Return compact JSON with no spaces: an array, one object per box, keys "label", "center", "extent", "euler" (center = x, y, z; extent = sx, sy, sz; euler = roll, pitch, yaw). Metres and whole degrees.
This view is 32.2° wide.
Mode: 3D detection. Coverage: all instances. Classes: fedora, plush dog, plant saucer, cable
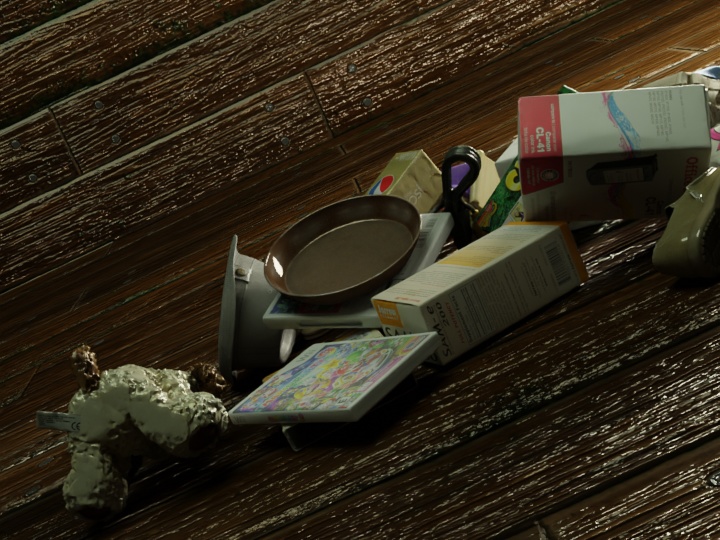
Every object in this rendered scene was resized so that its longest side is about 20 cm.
[{"label":"fedora","center":[-0.126,0.052,1.578],"extent":[0.090,0.178,0.200],"euler":[3,28,-1]},{"label":"plush dog","center":[-0.236,0.156,1.341],"extent":[0.200,0.161,0.172],"euler":[-36,-12,8]},{"label":"plant saucer","center":[-0.018,-0.021,1.491],"extent":[0.199,0.035,0.201],"euler":[-16,33,11]},{"label":"cable","center":[0.116,-0.089,1.543],"extent":[0.097,0.201,0.050],"euler":[12,50,21]}]

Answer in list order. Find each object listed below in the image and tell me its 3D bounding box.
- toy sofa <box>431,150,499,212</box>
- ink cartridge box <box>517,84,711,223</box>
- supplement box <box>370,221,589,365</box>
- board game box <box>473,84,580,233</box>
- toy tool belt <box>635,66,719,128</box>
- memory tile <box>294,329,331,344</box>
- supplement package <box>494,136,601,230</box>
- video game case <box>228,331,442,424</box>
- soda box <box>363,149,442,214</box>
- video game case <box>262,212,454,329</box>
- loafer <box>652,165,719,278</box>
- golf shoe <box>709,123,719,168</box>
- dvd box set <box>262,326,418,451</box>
[{"label":"toy sofa","center":[0.104,-0.112,1.816],"extent":[0.199,0.097,0.083],"euler":[-13,59,44]},{"label":"ink cartridge box","center":[0.272,-0.123,1.353],"extent":[0.199,0.148,0.086],"euler":[-2,63,10]},{"label":"supplement box","center":[0.129,0.021,1.355],"extent":[0.199,0.074,0.126],"euler":[-28,12,-19]},{"label":"board game box","center":[0.228,-0.114,1.484],"extent":[0.105,0.023,0.201],"euler":[34,92,38]},{"label":"toy tool belt","center":[0.437,-0.209,1.587],"extent":[0.199,0.125,0.123],"euler":[-15,25,35]},{"label":"memory tile","center":[-0.041,0.048,1.697],"extent":[0.153,0.017,0.200],"euler":[-21,13,17]},{"label":"supplement package","center":[0.265,-0.133,1.617],"extent":[0.109,0.114,0.200],"euler":[-14,17,27]},{"label":"video game case","center":[-0.028,0.112,1.283],"extent":[0.199,0.018,0.143],"euler":[-10,22,48]},{"label":"soda box","center":[0.032,-0.069,1.696],"extent":[0.200,0.068,0.064],"euler":[-53,25,-20]},{"label":"video game case","center":[0.000,0.000,1.503],"extent":[0.181,0.023,0.200],"euler":[-2,37,29]},{"label":"loafer","center":[0.343,-0.055,1.252],"extent":[0.067,0.076,0.200],"euler":[-8,20,35]},{"label":"golf shoe","center":[0.424,-0.122,1.374],"extent":[0.092,0.073,0.200],"euler":[-34,16,-28]},{"label":"dvd box set","center":[-0.027,0.121,1.348],"extent":[0.146,0.030,0.200],"euler":[-27,14,-6]}]
